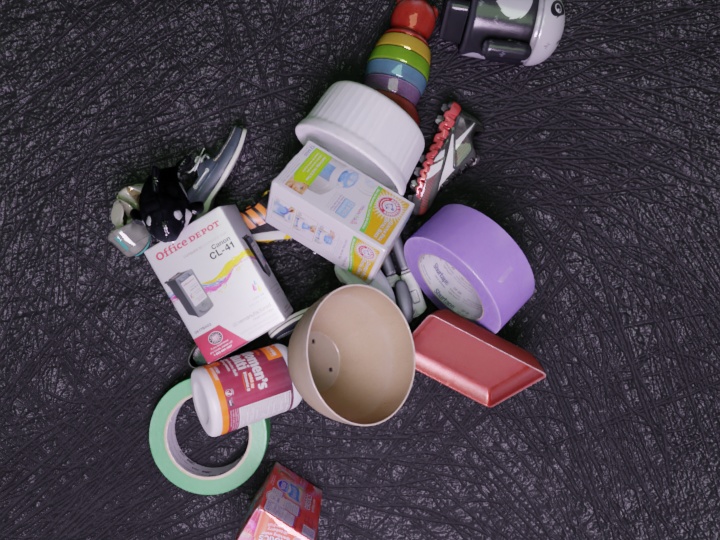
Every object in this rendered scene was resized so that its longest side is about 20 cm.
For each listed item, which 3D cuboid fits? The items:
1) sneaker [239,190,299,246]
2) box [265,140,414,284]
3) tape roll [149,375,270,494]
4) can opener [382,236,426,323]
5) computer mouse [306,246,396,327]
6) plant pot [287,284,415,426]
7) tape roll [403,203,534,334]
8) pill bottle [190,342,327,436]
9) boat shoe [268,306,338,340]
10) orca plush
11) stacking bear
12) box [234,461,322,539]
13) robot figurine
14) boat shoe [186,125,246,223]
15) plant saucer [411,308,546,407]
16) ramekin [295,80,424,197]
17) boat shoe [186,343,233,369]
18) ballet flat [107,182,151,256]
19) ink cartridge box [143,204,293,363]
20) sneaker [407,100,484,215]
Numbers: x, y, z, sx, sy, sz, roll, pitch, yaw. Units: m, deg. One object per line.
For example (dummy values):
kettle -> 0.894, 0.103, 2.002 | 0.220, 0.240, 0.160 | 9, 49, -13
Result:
sneaker -> -0.173, -0.090, 1.004 | 0.198, 0.070, 0.091 | -2, 86, -5
box -> -0.033, -0.090, 0.929 | 0.199, 0.102, 0.113 | 32, 56, 4
tape roll -> -0.256, 0.276, 1.016 | 0.198, 0.048, 0.203 | 0, 91, 0
can opener -> 0.062, -0.012, 1.010 | 0.052, 0.066, 0.202 | -18, 86, -4
computer mouse -> 0.000, 0.000, 0.974 | 0.109, 0.044, 0.201 | -30, 80, -35
plant pot -> -0.033, 0.132, 0.899 | 0.199, 0.134, 0.203 | 11, 72, -36
tape roll -> 0.167, 0.000, 0.933 | 0.085, 0.200, 0.200 | -41, 91, -17
pill bottle -> -0.160, 0.181, 0.951 | 0.198, 0.109, 0.111 | -14, 92, -31
boat shoe -> -0.058, 0.086, 1.003 | 0.198, 0.075, 0.063 | -17, 85, -6
orca plush -> -0.285, -0.127, 0.886 | 0.104, 0.201, 0.072 | 4, 129, 0
stacking bear -> 0.068, -0.351, 0.983 | 0.120, 0.114, 0.202 | 17, 86, -1
box -> -0.130, 0.399, 0.943 | 0.102, 0.200, 0.095 | 33, 90, -2
robot figurine -> 0.232, -0.409, 0.971 | 0.198, 0.125, 0.152 | 10, 94, 0
boat shoe -> -0.257, -0.159, 0.997 | 0.061, 0.075, 0.201 | 29, 100, -12
plant saucer -> 0.171, 0.140, 0.964 | 0.198, 0.200, 0.037 | 27, 60, -1
ramekin -> 0.005, -0.206, 0.940 | 0.199, 0.200, 0.098 | 33, 83, -1
boat shoe -> -0.210, 0.102, 1.008 | 0.200, 0.057, 0.069 | -40, 91, 0
ballet flat -> -0.356, -0.100, 0.936 | 0.067, 0.201, 0.064 | -34, 126, 14
ink cartridge box -> -0.218, 0.019, 0.927 | 0.147, 0.086, 0.201 | -29, 96, 6
sneaker -> 0.147, -0.179, 1.001 | 0.097, 0.071, 0.202 | 24, 89, 1
